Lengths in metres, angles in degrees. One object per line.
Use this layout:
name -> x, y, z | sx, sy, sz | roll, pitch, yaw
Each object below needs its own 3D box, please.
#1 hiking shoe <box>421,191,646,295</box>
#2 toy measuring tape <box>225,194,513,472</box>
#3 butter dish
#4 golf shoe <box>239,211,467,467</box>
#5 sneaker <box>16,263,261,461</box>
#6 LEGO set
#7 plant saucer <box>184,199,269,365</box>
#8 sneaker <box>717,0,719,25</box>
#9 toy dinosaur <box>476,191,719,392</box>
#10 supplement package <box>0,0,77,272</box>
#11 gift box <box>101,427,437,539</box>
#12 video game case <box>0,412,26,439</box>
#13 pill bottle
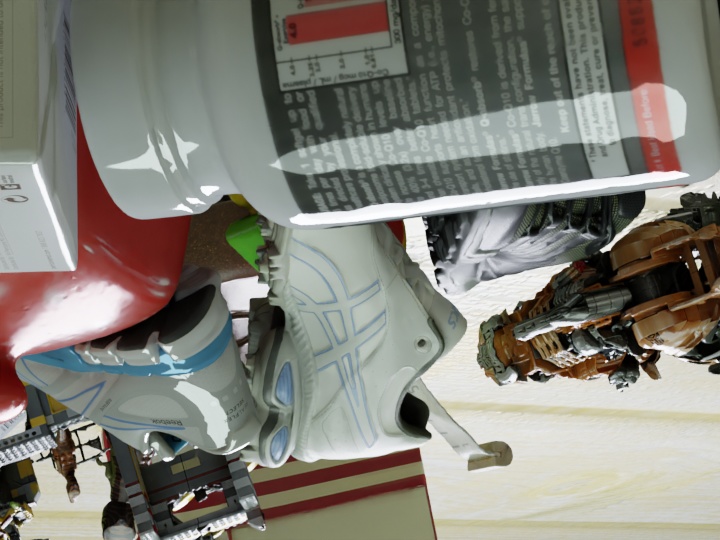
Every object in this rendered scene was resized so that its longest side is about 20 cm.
hiking shoe -> 0.075, -0.042, 0.959 | 0.100, 0.076, 0.200 | -14, 172, -1
toy measuring tape -> 0.012, 0.010, 1.023 | 0.200, 0.074, 0.073 | 45, 142, -22
butter dish -> -0.151, -0.013, 0.844 | 0.199, 0.149, 0.199 | -6, 164, 14
golf shoe -> 0.000, 0.000, 0.935 | 0.096, 0.079, 0.201 | 5, 130, -2
sneaker -> -0.112, 0.044, 0.968 | 0.075, 0.087, 0.200 | -38, -154, -23
LEGO set -> -0.124, 0.113, 1.080 | 0.199, 0.117, 0.154 | -16, 160, -10
plant saucer -> -0.077, 0.021, 1.109 | 0.199, 0.035, 0.200 | -17, 160, -6
sneaker -> 0.104, -0.086, 0.798 | 0.199, 0.076, 0.078 | -2, 176, 28
toy dinosaur -> 0.149, 0.015, 1.021 | 0.199, 0.103, 0.135 | 2, -176, 42
supplement package -> -0.192, -0.068, 0.676 | 0.198, 0.122, 0.120 | -1, 165, -2
gift box -> -0.063, 0.136, 1.375 | 0.185, 0.186, 0.200 | -9, 163, -12
video game case -> -0.238, 0.077, 1.139 | 0.200, 0.045, 0.181 | -44, 169, -9
pill bottle -> 0.014, -0.075, 0.708 | 0.199, 0.117, 0.116 | -7, 165, 13
